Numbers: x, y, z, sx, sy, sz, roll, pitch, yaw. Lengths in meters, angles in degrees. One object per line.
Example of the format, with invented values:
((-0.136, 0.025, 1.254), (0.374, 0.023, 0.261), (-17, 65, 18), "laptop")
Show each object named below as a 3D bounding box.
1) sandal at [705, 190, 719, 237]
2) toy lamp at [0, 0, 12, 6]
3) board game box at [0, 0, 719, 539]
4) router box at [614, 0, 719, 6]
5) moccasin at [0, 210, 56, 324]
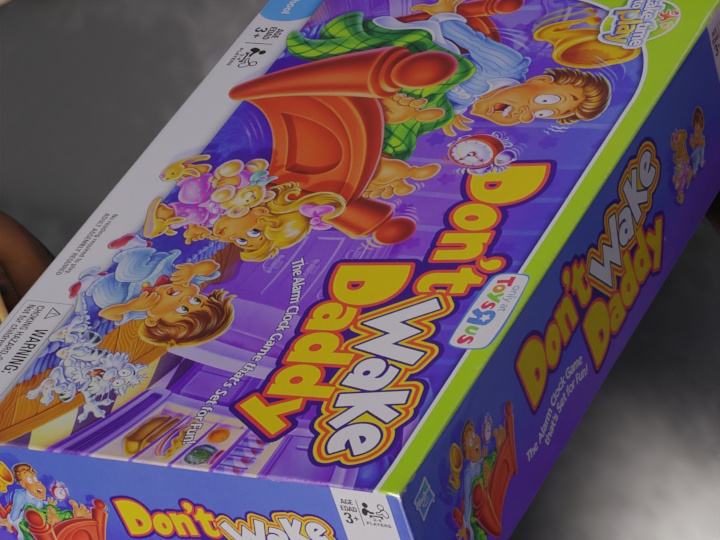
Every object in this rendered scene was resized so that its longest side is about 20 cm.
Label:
((0.150, 0.038, 0.772), (0.077, 0.070, 0.212), (-29, 56, 8), "sandal")
((-0.083, -0.095, 0.870), (0.199, 0.058, 0.059), (-15, 84, 21), "toy lamp")
((0.000, 0.000, 0.743), (0.134, 0.200, 0.045), (5, 130, 30), "board game box")
((0.177, -0.140, 0.765), (0.199, 0.049, 0.181), (11, 94, 23), "router box")
((-0.120, 0.027, 0.841), (0.201, 0.077, 0.074), (46, 118, 51), "moccasin")
